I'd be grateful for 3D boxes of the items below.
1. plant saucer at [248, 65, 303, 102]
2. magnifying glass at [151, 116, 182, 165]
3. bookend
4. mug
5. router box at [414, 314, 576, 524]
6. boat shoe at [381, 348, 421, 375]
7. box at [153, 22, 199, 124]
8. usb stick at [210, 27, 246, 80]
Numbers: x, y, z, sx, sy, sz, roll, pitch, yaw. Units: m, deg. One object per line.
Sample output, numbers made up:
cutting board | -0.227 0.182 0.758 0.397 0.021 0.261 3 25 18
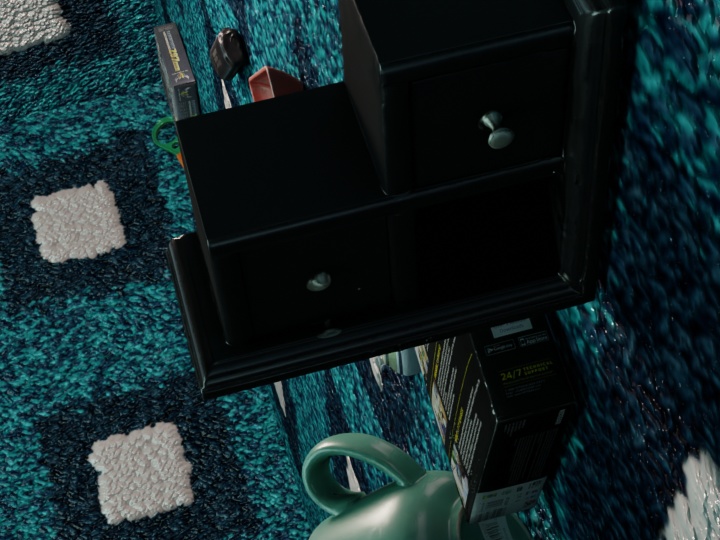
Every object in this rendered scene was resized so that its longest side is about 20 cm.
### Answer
plant saucer | -0.068 -0.116 1.686 0.200 0.037 0.201 -163 57 -80
magnifying glass | -0.432 -0.288 3.777 0.200 0.079 0.022 57 -178 35
bookend | 0.005 -0.055 0.713 0.200 0.198 0.092 86 168 -53
mug | 0.042 0.202 1.062 0.185 0.114 0.152 41 -144 -24
router box | 0.073 0.053 0.969 0.200 0.051 0.150 93 162 -65
boat shoe | 0.000 0.000 1.336 0.072 0.062 0.200 94 159 -67
box | -0.359 -0.366 3.157 0.200 0.051 0.158 89 164 -58
usb stick | -0.177 -0.287 2.127 0.200 0.033 0.056 -171 59 -81
